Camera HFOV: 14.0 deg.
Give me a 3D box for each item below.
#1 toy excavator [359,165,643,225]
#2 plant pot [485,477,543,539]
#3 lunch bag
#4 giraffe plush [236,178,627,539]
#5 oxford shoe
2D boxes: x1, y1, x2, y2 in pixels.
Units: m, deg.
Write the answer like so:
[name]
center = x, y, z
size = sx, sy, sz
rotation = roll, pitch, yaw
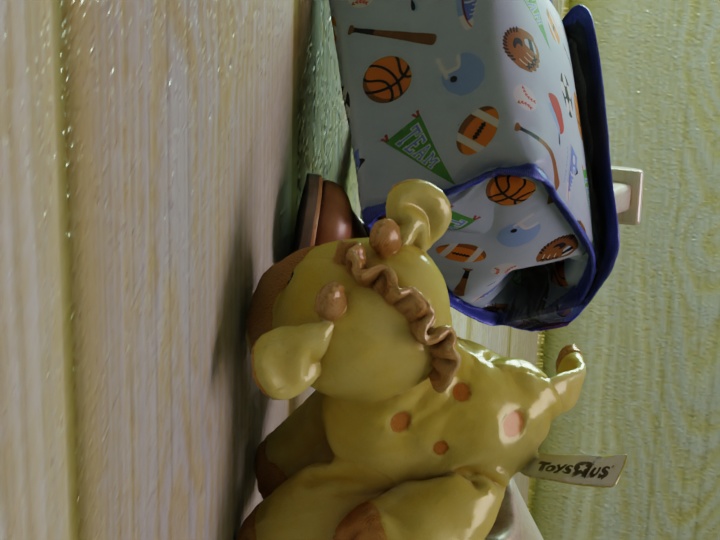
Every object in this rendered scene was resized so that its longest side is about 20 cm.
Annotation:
[toy excavator]
center = 0.091, -0.039, 1.776
size = 0.194, 0.199, 0.100
rotation = -147, -119, -79
[plant pot]
center = 0.038, 0.189, 1.637
size = 0.184, 0.199, 0.201
rotation = 73, 21, -43
[lunch bag]
center = 0.071, -0.075, 1.588
size = 0.200, 0.123, 0.171
rotation = 50, 31, -60
[giraffe plush]
center = 0.007, 0.052, 1.409
size = 0.162, 0.199, 0.173
rotation = 54, 36, -33
[oxford shoe]
center = 0.000, 0.000, 1.572
size = 0.200, 0.071, 0.072
rotation = 70, 28, -70
